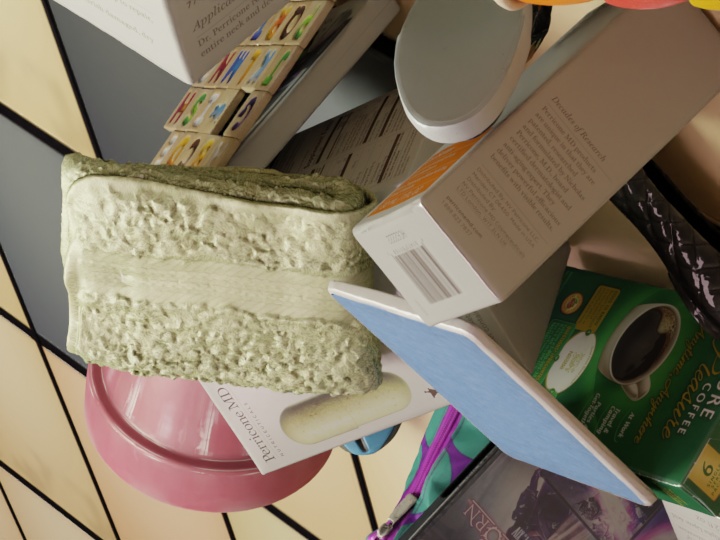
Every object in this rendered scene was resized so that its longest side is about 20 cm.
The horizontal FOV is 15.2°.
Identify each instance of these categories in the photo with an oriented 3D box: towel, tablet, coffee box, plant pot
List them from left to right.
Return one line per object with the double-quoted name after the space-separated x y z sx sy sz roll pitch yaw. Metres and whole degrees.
-0.084 0.006 1.596 0.199 0.037 0.149 6 121 14 "towel"
-0.103 0.053 2.043 0.200 0.200 0.179 38 140 23 "plant pot"
0.077 0.070 1.550 0.130 0.014 0.200 17 160 48 "tablet"
0.167 0.070 1.638 0.044 0.123 0.200 42 163 -34 "coffee box"

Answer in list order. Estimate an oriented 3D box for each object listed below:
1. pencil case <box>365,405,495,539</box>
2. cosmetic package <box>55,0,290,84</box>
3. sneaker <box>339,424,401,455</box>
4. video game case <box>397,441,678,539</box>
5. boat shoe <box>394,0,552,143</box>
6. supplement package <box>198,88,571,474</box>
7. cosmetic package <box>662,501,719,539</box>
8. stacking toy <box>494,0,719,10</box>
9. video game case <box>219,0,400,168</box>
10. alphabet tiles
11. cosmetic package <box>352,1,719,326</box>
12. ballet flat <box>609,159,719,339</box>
0.076 0.115 1.773 0.092 0.201 0.085 26 175 -38 "pencil case"
-0.115 -0.255 1.562 0.166 0.167 0.200 34 153 32 "cosmetic package"
-0.003 0.038 1.894 0.082 0.073 0.201 83 180 -67 "sneaker"
0.129 0.161 1.742 0.143 0.200 0.019 48 166 -18 "video game case"
0.070 -0.128 1.445 0.071 0.201 0.091 -5 140 18 "boat shoe"
0.000 0.000 1.680 0.199 0.151 0.152 -22 114 27 "supplement package"
0.272 0.200 1.732 0.101 0.074 0.200 23 146 47 "cosmetic package"
0.166 -0.172 1.293 0.199 0.146 0.146 19 149 16 "stacking toy"
-0.077 -0.091 1.720 0.023 0.200 0.182 45 159 -15 "video game case"
-0.073 -0.127 1.693 0.008 0.168 0.200 35 174 -17 "alphabet tiles"
0.100 -0.065 1.441 0.071 0.200 0.101 50 157 -7 "cosmetic package"
0.174 -0.049 1.550 0.200 0.057 0.066 53 -160 -8 "ballet flat"
